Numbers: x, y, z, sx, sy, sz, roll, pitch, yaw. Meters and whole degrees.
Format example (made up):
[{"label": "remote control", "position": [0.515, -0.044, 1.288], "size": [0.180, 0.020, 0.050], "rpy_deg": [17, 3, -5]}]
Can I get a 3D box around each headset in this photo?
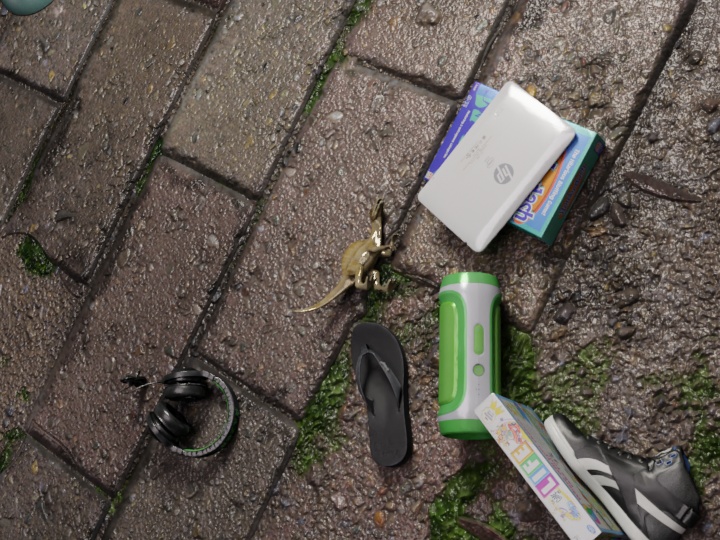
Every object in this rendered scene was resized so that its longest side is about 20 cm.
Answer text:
[{"label": "headset", "position": [-0.268, 0.200, 1.602], "size": [0.198, 0.094, 0.125], "rpy_deg": [22, 83, 17]}]

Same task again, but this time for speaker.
[{"label": "speaker", "position": [0.139, 0.109, 1.372], "size": [0.087, 0.088, 0.203], "rpy_deg": [-6, 73, 28]}]

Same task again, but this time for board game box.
[{"label": "board game box", "position": [0.202, -0.144, 1.435], "size": [0.199, 0.045, 0.154], "rpy_deg": [29, 91, 32]}, {"label": "board game box", "position": [0.225, 0.238, 1.261], "size": [0.034, 0.134, 0.201], "rpy_deg": [-43, 59, 11]}]

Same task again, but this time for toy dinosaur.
[{"label": "toy dinosaur", "position": [0.000, 0.000, 1.513], "size": [0.101, 0.058, 0.201], "rpy_deg": [29, 83, 47]}]

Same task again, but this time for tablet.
[{"label": "tablet", "position": [0.175, -0.137, 1.413], "size": [0.130, 0.014, 0.201], "rpy_deg": [44, 101, 31]}]

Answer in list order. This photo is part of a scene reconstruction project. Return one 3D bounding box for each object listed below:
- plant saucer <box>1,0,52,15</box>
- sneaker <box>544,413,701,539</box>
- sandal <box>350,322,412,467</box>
[{"label": "plant saucer", "position": [-0.619, -0.581, 2.028], "size": [0.197, 0.036, 0.203], "rpy_deg": [-8, 72, 27]}, {"label": "sneaker", "position": [0.315, 0.222, 1.258], "size": [0.112, 0.073, 0.201], "rpy_deg": [-43, 68, 8]}, {"label": "sandal", "position": [0.029, 0.160, 1.447], "size": [0.075, 0.043, 0.203], "rpy_deg": [-22, 66, 22]}]
